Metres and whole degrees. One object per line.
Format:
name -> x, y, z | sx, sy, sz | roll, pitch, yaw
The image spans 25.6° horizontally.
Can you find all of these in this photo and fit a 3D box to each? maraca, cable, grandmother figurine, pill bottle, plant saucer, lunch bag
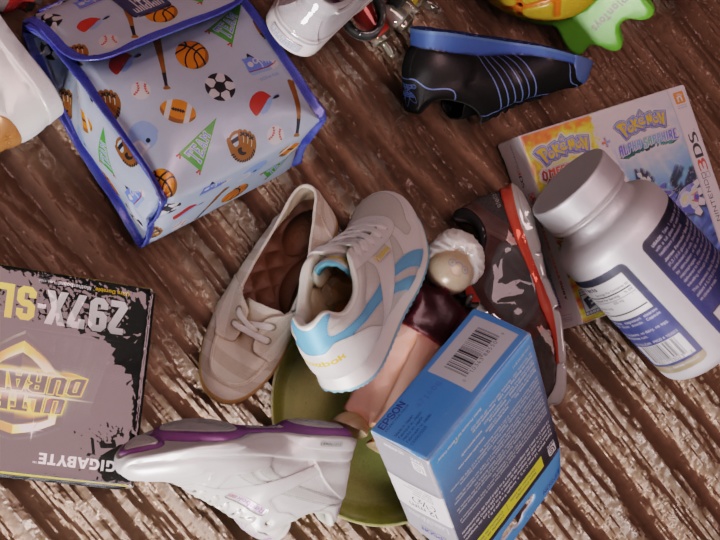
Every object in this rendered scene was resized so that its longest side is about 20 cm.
maraca -> 0.174, -0.278, 1.435 | 0.200, 0.137, 0.107 | 37, 41, -8
cable -> -0.021, -0.272, 1.400 | 0.200, 0.050, 0.097 | 44, 64, -1
grandmother figurine -> 0.052, 0.057, 1.330 | 0.121, 0.061, 0.200 | 33, 72, -26
pill bottle -> 0.246, -0.009, 1.384 | 0.200, 0.111, 0.111 | 45, 66, -14
plant saucer -> 0.012, 0.118, 1.348 | 0.200, 0.031, 0.200 | 4, 79, -24
lunch bag -> -0.153, -0.151, 1.271 | 0.170, 0.124, 0.200 | -28, 80, -27

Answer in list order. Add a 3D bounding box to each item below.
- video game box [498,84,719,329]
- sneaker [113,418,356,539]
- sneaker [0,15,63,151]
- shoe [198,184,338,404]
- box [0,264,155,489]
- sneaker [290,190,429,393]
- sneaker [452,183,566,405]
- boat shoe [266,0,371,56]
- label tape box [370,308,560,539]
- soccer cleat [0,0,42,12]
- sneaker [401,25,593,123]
video game box -> 0.246, -0.062, 1.479 | 0.200, 0.047, 0.182 | -19, 88, -26
sneaker -> -0.094, 0.166, 1.232 | 0.200, 0.075, 0.100 | 4, 95, -27
sneaker -> -0.321, -0.178, 1.220 | 0.085, 0.073, 0.200 | -42, 98, -22
shoe -> -0.078, 0.016, 1.299 | 0.070, 0.053, 0.200 | 21, 66, 10
box -> -0.266, 0.079, 1.217 | 0.200, 0.049, 0.160 | 11, 75, -23
sneaker -> 0.000, 0.000, 1.285 | 0.081, 0.076, 0.200 | 60, 34, -37
sneaker -> 0.130, 0.027, 1.410 | 0.082, 0.077, 0.200 | -15, 87, 1
boat shoe -> -0.014, -0.251, 1.301 | 0.072, 0.069, 0.200 | 45, 41, -5
label tape box -> 0.095, 0.151, 1.315 | 0.143, 0.066, 0.200 | -49, 144, -25
soccer cleat -> -0.264, -0.302, 1.272 | 0.085, 0.069, 0.200 | 27, 76, -23
sneaker -> 0.121, -0.172, 1.434 | 0.200, 0.070, 0.078 | 3, 103, -31
